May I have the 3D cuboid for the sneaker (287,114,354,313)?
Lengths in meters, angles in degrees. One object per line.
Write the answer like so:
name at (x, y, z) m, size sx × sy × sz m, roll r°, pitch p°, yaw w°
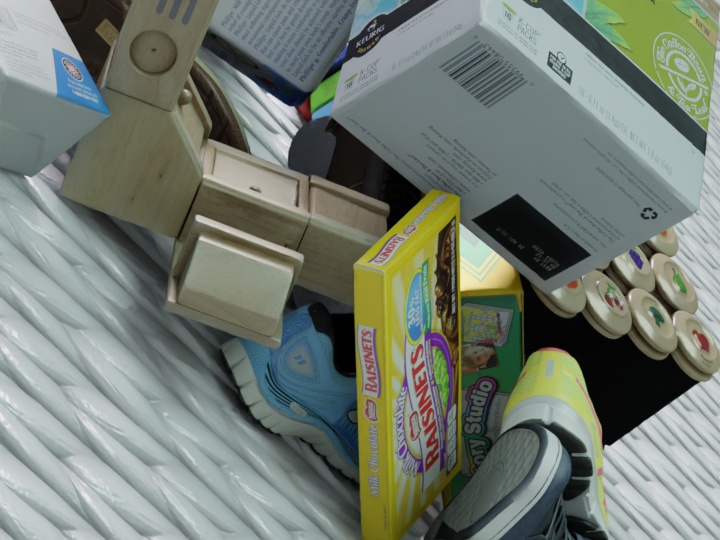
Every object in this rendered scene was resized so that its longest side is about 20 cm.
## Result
sneaker at (0.000, 0.000, 1.830) m, size 0.114 × 0.075 × 0.201 m, roll 59°, pitch 21°, yaw -61°

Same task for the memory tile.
memory tile at (0.166, -0.012, 1.788) m, size 0.200 × 0.017 × 0.154 m, roll 23°, pitch 40°, yaw -42°

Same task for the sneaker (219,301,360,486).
sneaker at (0.001, 0.074, 1.664) m, size 0.200 × 0.090 × 0.079 m, roll 29°, pitch 29°, yaw -55°

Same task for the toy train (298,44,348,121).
toy train at (0.035, -0.076, 2.077) m, size 0.200 × 0.084 × 0.116 m, roll 42°, pitch 31°, yaw -33°

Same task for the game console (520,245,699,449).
game console at (0.135, 0.036, 1.922) m, size 0.200 × 0.116 × 0.176 m, roll 55°, pitch -20°, yaw 5°

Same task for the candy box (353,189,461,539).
candy box at (0.031, 0.061, 1.621) m, size 0.102 × 0.026 × 0.201 m, roll -42°, pitch 139°, yaw -47°

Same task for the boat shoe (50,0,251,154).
boat shoe at (-0.132, -0.125, 1.737) m, size 0.203 × 0.075 × 0.075 m, roll 54°, pitch 11°, yaw 5°

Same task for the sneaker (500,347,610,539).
sneaker at (0.124, 0.126, 1.680) m, size 0.201 × 0.078 × 0.091 m, roll 90°, pitch 6°, yaw -51°

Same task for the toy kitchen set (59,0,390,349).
toy kitchen set at (-0.057, -0.078, 1.555) m, size 0.199 × 0.181 × 0.163 m, roll 21°, pitch 24°, yaw -9°

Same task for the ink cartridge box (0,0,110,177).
ink cartridge box at (-0.238, -0.160, 1.531) m, size 0.201 × 0.067 × 0.116 m, roll 60°, pitch 18°, yaw 21°

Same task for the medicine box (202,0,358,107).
medicine box at (-0.092, -0.210, 1.786) m, size 0.200 × 0.103 × 0.182 m, roll 34°, pitch -2°, yaw -4°

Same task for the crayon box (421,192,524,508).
crayon box at (0.076, 0.057, 1.772) m, size 0.173 × 0.058 × 0.201 m, roll -98°, pitch -176°, yaw -59°

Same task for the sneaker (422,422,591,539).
sneaker at (0.125, 0.170, 1.586) m, size 0.146 × 0.202 × 0.077 m, roll 27°, pitch 60°, yaw -3°

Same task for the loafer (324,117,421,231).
loafer at (0.006, -0.106, 1.770) m, size 0.073 × 0.071 × 0.201 m, roll 44°, pitch 52°, yaw -52°

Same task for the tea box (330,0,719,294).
tea box at (0.109, -0.133, 1.662) m, size 0.200 × 0.133 × 0.197 m, roll 38°, pitch 41°, yaw -27°
